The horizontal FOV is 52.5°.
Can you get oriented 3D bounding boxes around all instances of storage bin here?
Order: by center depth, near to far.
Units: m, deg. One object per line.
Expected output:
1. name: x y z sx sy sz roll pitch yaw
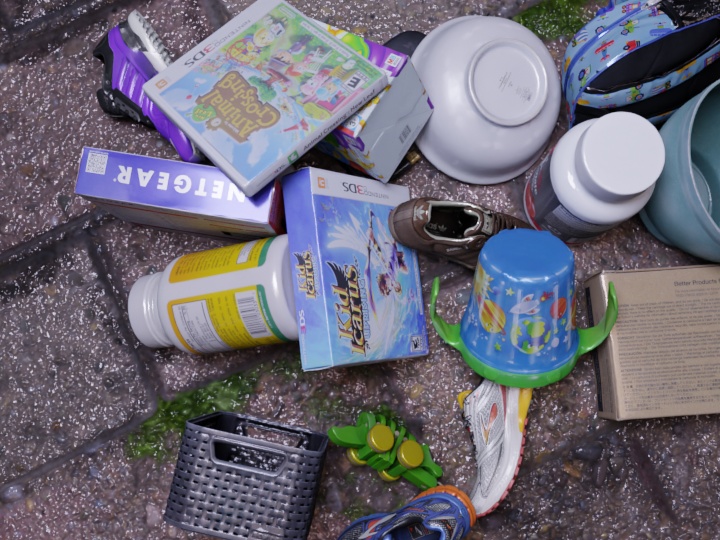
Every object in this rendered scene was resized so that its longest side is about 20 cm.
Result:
1. storage bin: -0.108 0.209 0.751 0.133 0.200 0.095 12 83 1

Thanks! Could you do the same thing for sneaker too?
1. sneaker: 0.029 0.298 0.785 0.199 0.078 0.076 -39 80 19
2. sneaker: 0.132 -0.039 0.818 0.197 0.075 0.072 6 83 -23
3. sneaker: 0.144 0.175 0.827 0.081 0.078 0.203 12 74 5
4. sneaker: -0.257 -0.201 0.874 0.099 0.070 0.202 -29 80 3

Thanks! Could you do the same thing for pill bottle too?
1. pill bottle: 0.251 -0.097 0.791 0.109 0.200 0.112 0 82 0
2. pill bottle: -0.149 0.032 0.798 0.197 0.113 0.114 -11 82 21

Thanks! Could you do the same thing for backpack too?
1. backpack: 0.312 -0.238 0.822 0.198 0.183 0.136 -23 66 1

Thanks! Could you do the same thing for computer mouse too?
1. computer mouse: 0.036 -0.197 0.880 0.200 0.046 0.141 -40 83 -5

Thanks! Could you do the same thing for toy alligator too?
1. toy alligator: 0.053 0.210 0.830 0.198 0.059 0.055 30 48 -13

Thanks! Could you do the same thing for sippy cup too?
1. sippy cup: 0.173 0.032 0.783 0.176 0.132 0.140 -20 39 -21

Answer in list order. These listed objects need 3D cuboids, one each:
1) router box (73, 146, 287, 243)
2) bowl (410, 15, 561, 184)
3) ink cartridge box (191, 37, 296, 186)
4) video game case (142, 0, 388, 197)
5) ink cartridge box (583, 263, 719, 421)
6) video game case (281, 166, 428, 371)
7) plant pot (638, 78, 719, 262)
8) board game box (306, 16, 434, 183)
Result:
1. router box: -0.180 -0.073 0.798 0.197 0.180 0.050 9 83 0
2. bowl: 0.153 -0.205 0.839 0.198 0.090 0.204 0 90 -11
3. ink cartridge box: -0.135 -0.169 0.851 0.037 0.095 0.201 -36 84 0
4. video game case: -0.101 -0.188 0.742 0.182 0.022 0.200 -41 60 -11
5. ink cartridge box: 0.368 0.080 0.833 0.197 0.075 0.167 -3 82 0
6. video game case: 0.000 0.000 0.795 0.045 0.180 0.203 -12 81 37
7. plant pot: 0.394 -0.097 0.812 0.198 0.134 0.203 4 80 -20
8. board game box: -0.036 -0.199 0.813 0.199 0.103 0.106 30 83 29
